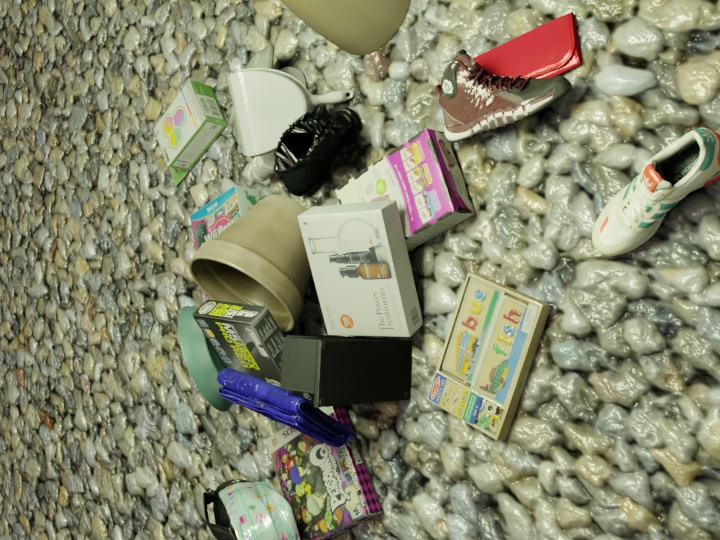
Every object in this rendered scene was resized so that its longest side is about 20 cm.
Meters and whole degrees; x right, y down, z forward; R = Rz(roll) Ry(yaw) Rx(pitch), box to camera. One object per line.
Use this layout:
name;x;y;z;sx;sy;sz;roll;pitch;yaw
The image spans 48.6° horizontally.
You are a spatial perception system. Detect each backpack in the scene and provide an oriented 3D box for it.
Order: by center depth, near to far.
backpack;-0.173;0.424;1.305;0.168;0.126;0.200;65;162;-3

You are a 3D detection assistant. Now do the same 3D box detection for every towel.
towel;-0.125;0.219;1.251;0.199;0.148;0.050;13;67;42

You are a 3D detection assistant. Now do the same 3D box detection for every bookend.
bookend;-0.060;0.146;1.211;0.198;0.199;0.093;0;86;42

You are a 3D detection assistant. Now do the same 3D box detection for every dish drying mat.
dish drying mat;0.213;-0.286;1.118;0.199;0.018;0.077;-17;74;41

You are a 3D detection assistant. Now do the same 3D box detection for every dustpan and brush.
dustpan and brush;-0.106;-0.272;1.308;0.057;0.199;0.140;-113;12;-75

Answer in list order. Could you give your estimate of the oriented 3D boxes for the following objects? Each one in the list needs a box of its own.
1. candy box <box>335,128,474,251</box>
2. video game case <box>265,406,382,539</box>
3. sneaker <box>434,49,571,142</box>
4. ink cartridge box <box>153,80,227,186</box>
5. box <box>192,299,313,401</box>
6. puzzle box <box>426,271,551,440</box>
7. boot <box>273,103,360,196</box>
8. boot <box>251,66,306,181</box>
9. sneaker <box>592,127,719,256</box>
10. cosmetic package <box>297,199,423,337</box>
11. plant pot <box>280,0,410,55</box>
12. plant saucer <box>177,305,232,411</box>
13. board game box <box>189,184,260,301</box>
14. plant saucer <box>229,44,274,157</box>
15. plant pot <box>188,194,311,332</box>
candy box;0.064;-0.105;1.211;0.200;0.061;0.137;-28;70;37
video game case;-0.065;0.333;1.310;0.181;0.036;0.201;-38;62;35
sneaker;0.178;-0.254;1.082;0.199;0.076;0.116;-15;105;41
ink cartridge box;-0.360;-0.275;1.618;0.200;0.059;0.104;-42;60;32
box;-0.177;0.142;1.343;0.160;0.044;0.201;6;133;43
puzzle box;0.175;0.117;1.113;0.133;0.025;0.201;25;103;42
boot;-0.090;-0.185;1.287;0.073;0.162;0.198;46;118;3
boot;-0.155;-0.258;1.421;0.096;0.073;0.201;-23;50;65
sneaker;0.338;-0.094;0.935;0.200;0.093;0.071;-44;59;31
cosmetic package;0.000;0.000;1.200;0.150;0.052;0.201;-1;112;35
plant pot;-0.052;-0.457;1.255;0.187;0.199;0.188;-4;85;42
plant saucer;-0.260;0.151;1.422;0.036;0.200;0.201;-22;69;8
board game box;-0.238;-0.035;1.484;0.147;0.064;0.201;-27;68;38
plant saucer;-0.197;-0.303;1.408;0.200;0.050;0.201;-169;90;-78
plant pot;-0.154;-0.023;1.317;0.199;0.200;0.174;3;52;43
